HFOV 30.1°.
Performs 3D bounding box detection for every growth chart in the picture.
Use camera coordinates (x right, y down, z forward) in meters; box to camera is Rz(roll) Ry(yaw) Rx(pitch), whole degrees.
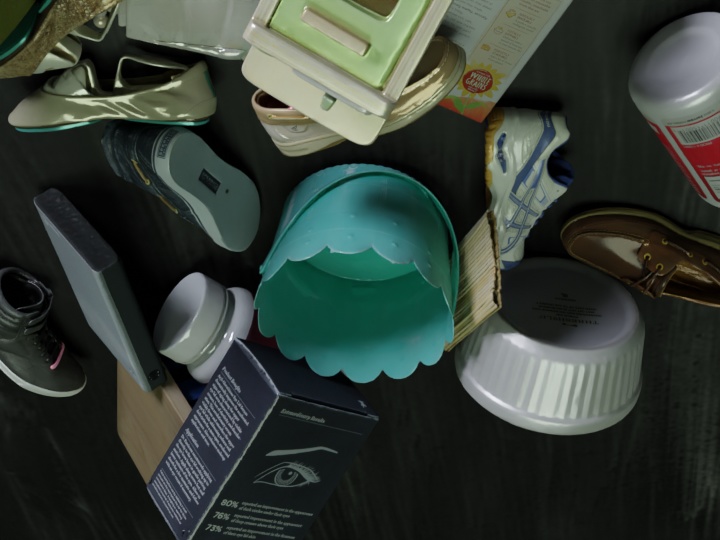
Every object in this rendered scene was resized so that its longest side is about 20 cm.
[{"bbox_3d":[-0.144,-0.243,1.179,0.199,0.018,0.145,14,137,-12],"label":"growth chart"}]

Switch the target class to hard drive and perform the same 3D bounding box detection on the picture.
[{"bbox_3d":[-0.271,0.022,1.407,0.033,0.140,0.201,-33,142,-19],"label":"hard drive"}]

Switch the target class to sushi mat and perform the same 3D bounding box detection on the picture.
[{"bbox_3d":[0.107,0.014,1.343,0.012,0.096,0.200,1,164,-11],"label":"sushi mat"}]

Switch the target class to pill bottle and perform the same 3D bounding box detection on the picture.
[{"bbox_3d":[0.333,-0.128,1.210,0.112,0.113,0.200,-23,133,26],"label":"pill bottle"},{"bbox_3d":[-0.121,0.089,1.479,0.200,0.115,0.114,31,132,-29],"label":"pill bottle"}]

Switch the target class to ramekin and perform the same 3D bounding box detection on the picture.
[{"bbox_3d":[0.201,0.068,1.386,0.201,0.203,0.095,6,126,-3],"label":"ramekin"}]

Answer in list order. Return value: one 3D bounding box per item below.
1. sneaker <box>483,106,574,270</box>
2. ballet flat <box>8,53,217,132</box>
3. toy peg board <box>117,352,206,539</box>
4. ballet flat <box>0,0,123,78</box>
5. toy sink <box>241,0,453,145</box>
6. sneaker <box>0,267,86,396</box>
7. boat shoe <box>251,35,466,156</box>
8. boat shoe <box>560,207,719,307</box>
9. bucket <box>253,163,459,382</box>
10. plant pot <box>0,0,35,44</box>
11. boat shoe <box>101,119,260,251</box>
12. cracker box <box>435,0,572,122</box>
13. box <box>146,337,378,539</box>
[{"bbox_3d":[0.165,-0.073,1.311,0.088,0.076,0.201,-1,139,4],"label":"sneaker"},{"bbox_3d":[-0.232,-0.169,1.244,0.199,0.070,0.070,-2,138,3],"label":"ballet flat"},{"bbox_3d":[-0.198,0.173,1.545,0.097,0.200,0.200,-17,137,-27],"label":"toy peg board"},{"bbox_3d":[-0.262,-0.212,1.172,0.065,0.071,0.200,34,139,-27],"label":"ballet flat"},{"bbox_3d":[-0.007,-0.196,1.036,0.130,0.112,0.201,30,111,-3],"label":"toy sink"},{"bbox_3d":[-0.366,0.072,1.506,0.099,0.071,0.200,-23,128,33],"label":"sneaker"},{"bbox_3d":[-0.007,-0.157,1.144,0.199,0.074,0.069,-20,137,28],"label":"boat shoe"},{"bbox_3d":[0.303,-0.011,1.377,0.199,0.068,0.072,14,138,-12],"label":"boat shoe"},{"bbox_3d":[0.000,0.000,1.352,0.206,0.135,0.208,3,139,2],"label":"bucket"},{"bbox_3d":[-0.342,-0.235,1.062,0.186,0.201,0.188,2,139,2],"label":"plant pot"},{"bbox_3d":[-0.173,-0.089,1.327,0.091,0.071,0.200,18,162,28],"label":"boat shoe"},{"bbox_3d":[0.095,-0.232,1.145,0.133,0.058,0.200,21,136,-16],"label":"cracker box"},{"bbox_3d":[-0.102,0.189,1.390,0.148,0.104,0.201,21,107,-42],"label":"box"}]
